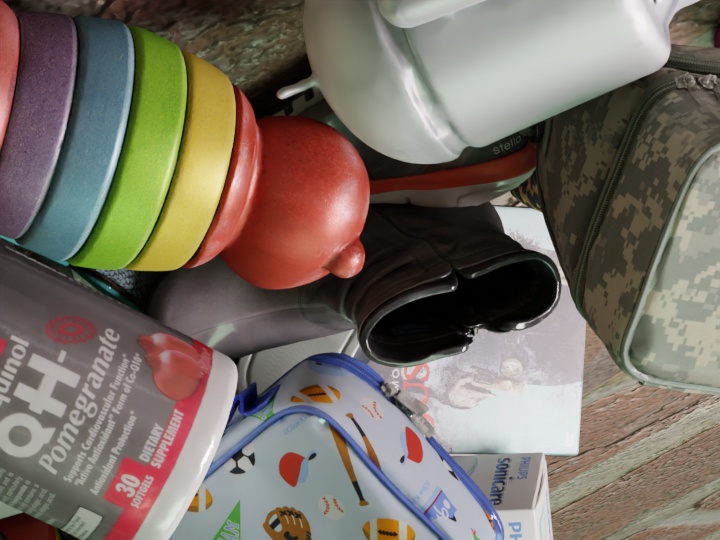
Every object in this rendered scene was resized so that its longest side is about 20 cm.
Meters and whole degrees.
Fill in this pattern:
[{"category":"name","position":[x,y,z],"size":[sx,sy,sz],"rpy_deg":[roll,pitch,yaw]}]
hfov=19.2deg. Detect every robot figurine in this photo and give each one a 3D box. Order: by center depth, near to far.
[{"category":"robot figurine","position":[0.059,-0.118,0.933],"size":[0.199,0.114,0.169],"rpy_deg":[-23,170,13]}]

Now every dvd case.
[{"category":"dvd case","position":[0.037,0.033,1.213],"size":[0.198,0.148,0.022],"rpy_deg":[3,-178,-19]}]

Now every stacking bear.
[{"category":"stacking bear","position":[-0.090,-0.045,0.925],"size":[0.198,0.122,0.114],"rpy_deg":[14,133,-22]}]

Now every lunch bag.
[{"category":"lunch bag","position":[0.186,-0.034,1.000],"size":[0.198,0.168,0.140],"rpy_deg":[5,116,-19]},{"category":"lunch bag","position":[-0.031,0.138,1.100],"size":[0.200,0.160,0.076],"rpy_deg":[-40,-173,31]}]

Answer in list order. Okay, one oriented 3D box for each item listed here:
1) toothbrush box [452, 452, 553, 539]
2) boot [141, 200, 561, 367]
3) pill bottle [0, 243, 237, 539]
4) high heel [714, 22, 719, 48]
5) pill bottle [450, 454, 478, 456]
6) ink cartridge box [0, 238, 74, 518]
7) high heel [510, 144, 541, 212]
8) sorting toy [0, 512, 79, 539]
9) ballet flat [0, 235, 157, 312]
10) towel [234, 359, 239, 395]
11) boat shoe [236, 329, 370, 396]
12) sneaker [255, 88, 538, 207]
[{"category":"toothbrush box","position":[0.012,0.189,1.208],"size":[0.198,0.148,0.085],"rpy_deg":[-3,-163,9]},{"category":"boot","position":[-0.010,0.012,1.050],"size":[0.199,0.132,0.070],"rpy_deg":[-24,115,-4]},{"category":"pill bottle","position":[-0.168,0.050,1.013],"size":[0.199,0.111,0.111],"rpy_deg":[27,144,-12]},{"category":"high heel","position":[0.232,-0.107,1.114],"size":[0.067,0.097,0.200],"rpy_deg":[-17,158,0]},{"category":"pill bottle","position":[-0.026,0.155,1.308],"size":[0.199,0.112,0.111],"rpy_deg":[-21,158,15]},{"category":"ink cartridge box","position":[-0.239,0.068,1.141],"size":[0.198,0.130,0.125],"rpy_deg":[-15,159,-7]},{"category":"high heel","position":[0.091,-0.089,1.136],"size":[0.142,0.072,0.200],"rpy_deg":[20,158,-21]},{"category":"sorting toy","position":[-0.252,0.145,1.244],"size":[0.197,0.201,0.070],"rpy_deg":[-18,142,3]},{"category":"ballet flat","position":[-0.137,-0.027,1.081],"size":[0.074,0.075,0.200],"rpy_deg":[-22,160,12]},{"category":"towel","position":[-0.059,0.055,1.311],"size":[0.199,0.086,0.166],"rpy_deg":[-21,157,14]},{"category":"boat shoe","position":[0.000,0.000,1.157],"size":[0.200,0.075,0.060],"rpy_deg":[-49,173,-9]},{"category":"sneaker","position":[-0.012,-0.076,1.071],"size":[0.198,0.077,0.083],"rpy_deg":[-6,117,9]}]
